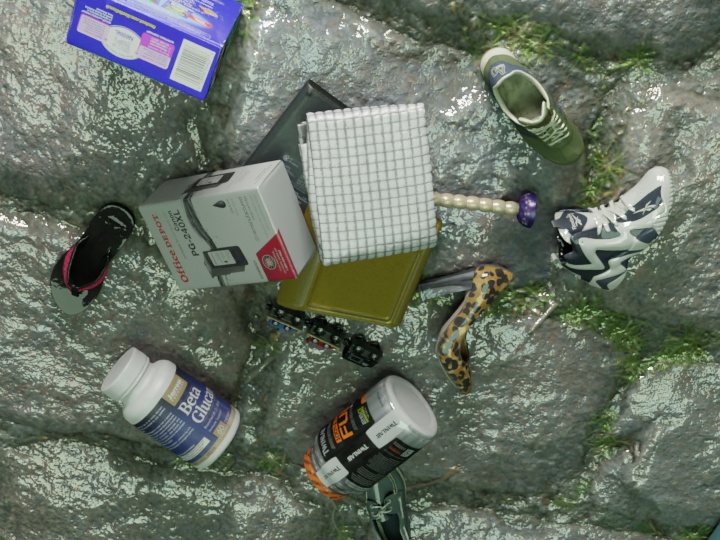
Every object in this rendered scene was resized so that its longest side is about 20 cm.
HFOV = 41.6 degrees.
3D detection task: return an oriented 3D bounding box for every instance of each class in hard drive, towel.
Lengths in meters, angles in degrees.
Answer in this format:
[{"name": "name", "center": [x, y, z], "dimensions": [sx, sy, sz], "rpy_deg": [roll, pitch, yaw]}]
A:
[{"name": "hard drive", "center": [-0.074, -0.146, 1.314], "dimensions": [0.140, 0.033, 0.200], "rpy_deg": [34, 114, -17]}, {"name": "towel", "center": [0.009, -0.118, 1.248], "dimensions": [0.165, 0.086, 0.200], "rpy_deg": [-9, 102, -4]}]

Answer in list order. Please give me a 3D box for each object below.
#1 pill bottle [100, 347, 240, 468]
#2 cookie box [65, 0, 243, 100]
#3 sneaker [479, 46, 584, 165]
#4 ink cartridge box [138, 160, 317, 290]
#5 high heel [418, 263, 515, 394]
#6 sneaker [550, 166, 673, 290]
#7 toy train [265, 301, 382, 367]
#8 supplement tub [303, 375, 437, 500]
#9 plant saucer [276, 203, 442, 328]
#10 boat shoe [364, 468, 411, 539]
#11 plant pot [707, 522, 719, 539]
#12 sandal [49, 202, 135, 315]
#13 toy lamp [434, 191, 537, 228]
[{"name": "pill bottle", "center": [-0.294, 0.208, 1.461], "dimensions": [0.200, 0.111, 0.111], "rpy_deg": [39, 112, -19]}, {"name": "cookie box", "center": [-0.239, -0.299, 1.137], "dimensions": [0.171, 0.200, 0.075], "rpy_deg": [22, 117, -11]}, {"name": "sneaker", "center": [0.231, -0.202, 1.251], "dimensions": [0.067, 0.090, 0.200], "rpy_deg": [-38, 112, 17]}, {"name": "ink cartridge box", "center": [-0.182, -0.057, 1.297], "dimensions": [0.200, 0.083, 0.145], "rpy_deg": [-7, 121, 27]}, {"name": "high heel", "center": [0.181, 0.090, 1.418], "dimensions": [0.142, 0.071, 0.200], "rpy_deg": [-14, 109, 14]}, {"name": "sneaker", "center": [0.340, -0.070, 1.328], "dimensions": [0.129, 0.080, 0.199], "rpy_deg": [16, 128, -18]}, {"name": "toy train", "center": [-0.059, 0.099, 1.449], "dimensions": [0.200, 0.034, 0.046], "rpy_deg": [26, 128, -14]}, {"name": "supplement tub", "center": [0.012, 0.267, 1.488], "dimensions": [0.123, 0.123, 0.200], "rpy_deg": [41, 110, -20]}, {"name": "plant saucer", "center": [0.000, 0.000, 1.364], "dimensions": [0.200, 0.048, 0.200], "rpy_deg": [11, 121, -17]}, {"name": "boat shoe", "center": [0.045, 0.399, 1.593], "dimensions": [0.073, 0.062, 0.200], "rpy_deg": [-12, 118, 6]}, {"name": "plant pot", "center": [0.655, 0.556, 1.642], "dimensions": [0.141, 0.141, 0.200], "rpy_deg": [19, 124, -10]}, {"name": "sandal", "center": [-0.397, -0.012, 1.379], "dimensions": [0.075, 0.045, 0.200], "rpy_deg": [30, 114, -15]}, {"name": "toy lamp", "center": [0.144, -0.095, 1.329], "dimensions": [0.200, 0.058, 0.058], "rpy_deg": [6, 118, -2]}]
